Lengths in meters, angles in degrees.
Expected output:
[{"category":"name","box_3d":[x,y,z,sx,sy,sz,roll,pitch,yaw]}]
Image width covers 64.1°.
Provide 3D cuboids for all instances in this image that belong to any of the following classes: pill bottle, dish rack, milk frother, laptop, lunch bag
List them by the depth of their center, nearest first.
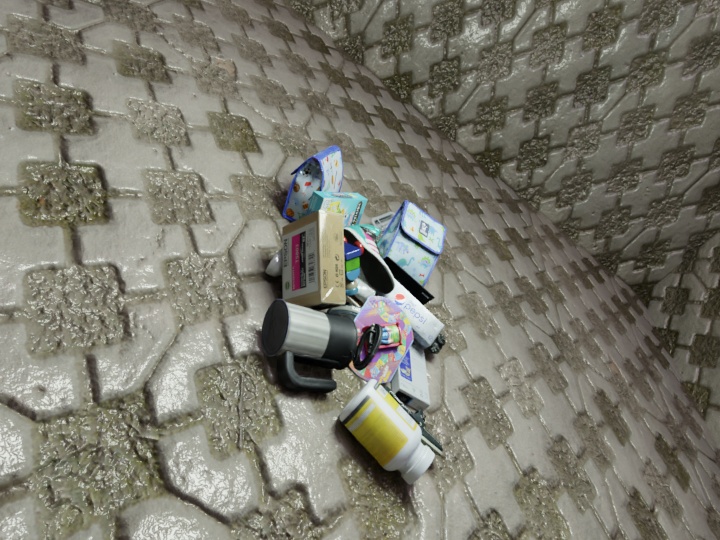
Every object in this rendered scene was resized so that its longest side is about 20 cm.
[{"category":"pill bottle","box_3d":[0.057,0.334,1.183,0.200,0.113,0.112,46,30,6]},{"category":"milk frother","box_3d":[-0.077,0.137,1.189,0.184,0.200,0.185,16,41,-36]},{"category":"lunch bag","box_3d":[-0.124,-0.243,1.609,0.121,0.205,0.170,26,29,8]},{"category":"laptop","box_3d":[0.111,0.018,1.627,0.176,0.104,0.201,40,18,-10]},{"category":"lunch bag","box_3d":[0.155,-0.081,1.734,0.167,0.205,0.127,30,-5,-22]},{"category":"dish rack","box_3d":[0.115,-0.109,1.898,0.172,0.044,0.199,47,30,9]}]

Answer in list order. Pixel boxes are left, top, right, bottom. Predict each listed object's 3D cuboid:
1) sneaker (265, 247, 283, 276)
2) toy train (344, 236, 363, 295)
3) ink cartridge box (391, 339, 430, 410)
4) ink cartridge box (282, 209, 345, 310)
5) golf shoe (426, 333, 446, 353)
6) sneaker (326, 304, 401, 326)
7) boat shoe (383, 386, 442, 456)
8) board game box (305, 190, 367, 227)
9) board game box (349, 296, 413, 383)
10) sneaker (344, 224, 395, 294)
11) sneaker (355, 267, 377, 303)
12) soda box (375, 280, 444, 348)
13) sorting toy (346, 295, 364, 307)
[{"category":"sneaker","box_3d":[-0.146,-0.008,1.419,0.115,0.074,0.200,41,28,5]},{"category":"toy train","box_3d":[-0.071,-0.021,1.405,0.083,0.120,0.198,-18,25,-32]},{"category":"ink cartridge box","box_3d":[0.121,0.249,1.447,0.098,0.039,0.203,31,33,-20]},{"category":"ink cartridge box","box_3d":[-0.109,-0.015,1.303,0.073,0.162,0.208,7,75,-39]},{"category":"golf shoe","box_3d":[0.149,0.145,1.584,0.202,0.077,0.094,53,-6,1]},{"category":"sneaker","box_3d":[0.007,0.142,1.408,0.193,0.078,0.090,16,75,-10]},{"category":"boat shoe","box_3d":[0.113,0.332,1.280,0.196,0.075,0.067,35,65,2]},{"category":"board game box","box_3d":[-0.075,-0.136,1.584,0.046,0.155,0.197,32,22,29]},{"category":"board game box","box_3d":[0.051,0.162,1.359,0.157,0.039,0.202,40,66,-11]},{"category":"sneaker","box_3d":[0.034,-0.041,1.484,0.202,0.083,0.120,51,35,1]},{"category":"sneaker","box_3d":[0.000,0.000,1.523,0.079,0.071,0.203,29,29,-18]},{"category":"soda box","box_3d":[0.122,0.108,1.504,0.199,0.064,0.069,42,72,3]},{"category":"sorting toy","box_3d":[0.016,0.074,1.556,0.184,0.037,0.200,43,25,0]}]
